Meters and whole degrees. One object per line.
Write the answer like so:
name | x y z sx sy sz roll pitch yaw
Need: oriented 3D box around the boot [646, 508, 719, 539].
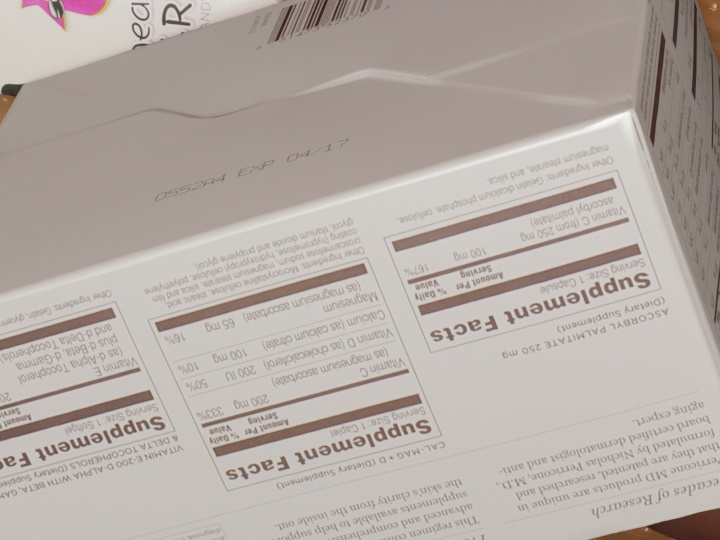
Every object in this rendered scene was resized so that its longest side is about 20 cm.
boot | 0.049 0.054 0.774 0.199 0.188 0.069 1 117 6

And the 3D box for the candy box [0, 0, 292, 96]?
candy box | -0.045 -0.116 0.804 0.199 0.061 0.137 7 107 6

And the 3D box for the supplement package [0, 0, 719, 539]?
supplement package | 0.000 0.000 0.723 0.199 0.156 0.111 -15 114 17
